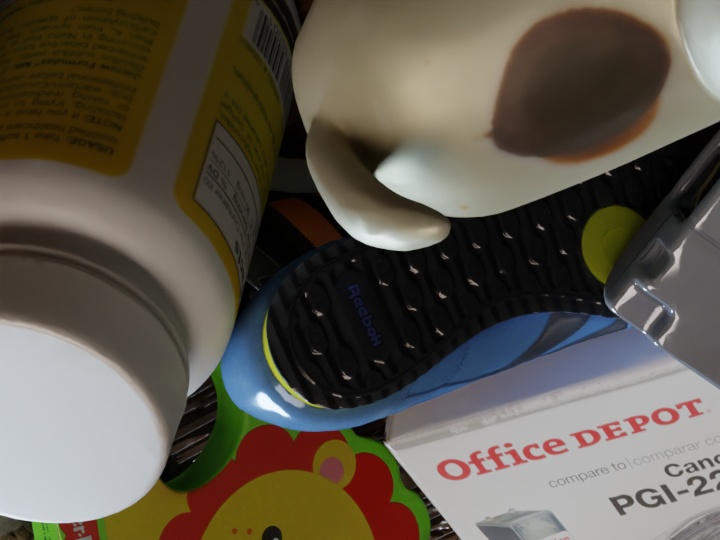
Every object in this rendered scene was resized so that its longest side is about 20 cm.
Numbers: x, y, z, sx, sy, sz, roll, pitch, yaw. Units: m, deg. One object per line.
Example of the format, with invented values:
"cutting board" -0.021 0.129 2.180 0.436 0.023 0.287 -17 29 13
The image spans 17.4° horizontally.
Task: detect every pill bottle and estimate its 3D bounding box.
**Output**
"pill bottle" -0.090 -0.023 0.789 0.113 0.201 0.115 6 135 6

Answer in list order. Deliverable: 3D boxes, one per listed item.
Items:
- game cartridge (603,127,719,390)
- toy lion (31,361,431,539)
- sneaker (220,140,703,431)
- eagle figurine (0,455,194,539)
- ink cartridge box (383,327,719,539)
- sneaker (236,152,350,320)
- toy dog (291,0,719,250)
"game cartridge" 0.190 -0.032 0.774 0.133 0.041 0.200 35 105 -15
"toy lion" -0.060 0.106 0.954 0.069 0.191 0.202 3 105 59
"sneaker" 0.043 0.004 0.817 0.199 0.066 0.078 -19 174 -21
"eagle figurine" -0.107 0.141 1.015 0.199 0.151 0.152 23 126 6
"ink cartridge box" 0.122 0.084 0.924 0.145 0.085 0.200 -18 125 29
"sneaker" 0.000 0.000 0.867 0.198 0.090 0.070 -3 133 17
"toy dog" 0.085 -0.090 0.695 0.199 0.194 0.140 -4 121 27
